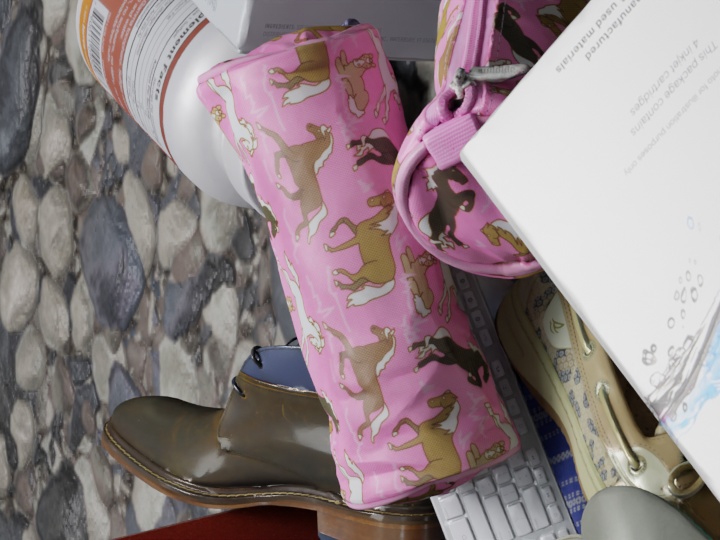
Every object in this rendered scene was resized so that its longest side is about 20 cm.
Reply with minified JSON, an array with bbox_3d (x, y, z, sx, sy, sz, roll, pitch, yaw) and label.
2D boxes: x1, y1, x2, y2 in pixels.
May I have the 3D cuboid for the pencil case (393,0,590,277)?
[{"bbox_3d":[0.064,-0.092,1.118,0.201,0.082,0.087,-79,13,-46],"label":"pencil case"}]

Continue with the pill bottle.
[{"bbox_3d":[-0.062,-0.100,1.411,0.200,0.112,0.113,45,128,52],"label":"pill bottle"}]

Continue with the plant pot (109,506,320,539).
[{"bbox_3d":[-0.030,0.238,1.291,0.176,0.199,0.200,52,135,31],"label":"plant pot"}]

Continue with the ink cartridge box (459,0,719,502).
[{"bbox_3d":[0.166,-0.009,0.871,0.145,0.147,0.200,-48,61,23],"label":"ink cartridge box"}]

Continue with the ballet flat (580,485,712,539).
[{"bbox_3d":[0.135,0.172,1.022,0.201,0.064,0.067,57,135,7],"label":"ballet flat"}]

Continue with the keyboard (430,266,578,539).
[{"bbox_3d":[0.053,0.083,1.172,0.056,0.011,0.201,-22,88,16],"label":"keyboard"}]

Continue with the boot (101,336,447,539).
[{"bbox_3d":[-0.035,0.060,1.256,0.199,0.075,0.098,13,109,33],"label":"boot"}]

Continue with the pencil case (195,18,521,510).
[{"bbox_3d":[0.000,0.000,1.132,0.082,0.086,0.201,-20,89,26],"label":"pencil case"}]

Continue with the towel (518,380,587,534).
[{"bbox_3d":[0.102,0.135,1.199,0.145,0.024,0.201,-31,63,57],"label":"towel"}]

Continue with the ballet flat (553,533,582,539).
[{"bbox_3d":[0.100,0.154,1.120,0.199,0.068,0.076,29,89,30],"label":"ballet flat"}]

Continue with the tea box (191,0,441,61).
[{"bbox_3d":[-0.020,-0.227,1.308,0.200,0.133,0.198,46,129,52],"label":"tea box"}]

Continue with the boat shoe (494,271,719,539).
[{"bbox_3d":[0.120,0.057,1.102,0.200,0.073,0.063,53,133,36],"label":"boat shoe"}]

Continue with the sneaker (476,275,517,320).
[{"bbox_3d":[0.028,0.044,1.269,0.073,0.072,0.200,-64,8,-28],"label":"sneaker"}]
